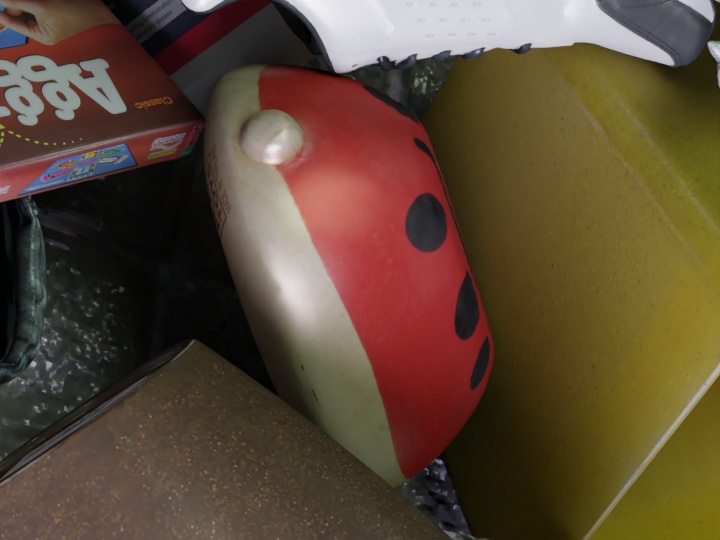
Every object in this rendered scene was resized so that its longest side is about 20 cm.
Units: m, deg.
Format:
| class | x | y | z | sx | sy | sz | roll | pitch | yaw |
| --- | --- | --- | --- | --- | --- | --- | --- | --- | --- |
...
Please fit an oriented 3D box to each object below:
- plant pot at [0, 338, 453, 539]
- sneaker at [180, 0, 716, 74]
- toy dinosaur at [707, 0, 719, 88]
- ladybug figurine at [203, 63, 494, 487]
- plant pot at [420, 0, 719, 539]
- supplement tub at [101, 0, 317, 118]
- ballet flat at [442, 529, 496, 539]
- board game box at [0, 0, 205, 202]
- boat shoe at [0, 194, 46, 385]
| class | x | y | z | sx | sy | sz | roll | pitch | yaw |
| --- | --- | --- | --- | --- | --- | --- | --- | --- | --- |
| plant pot | -0.031 | 0.128 | 0.737 | 0.187 | 0.187 | 0.200 | -37 | 95 | -37 |
| sneaker | 0.022 | -0.097 | 0.817 | 0.200 | 0.074 | 0.080 | 17 | 96 | -21 |
| toy dinosaur | 0.171 | -0.110 | 0.850 | 0.102 | 0.077 | 0.200 | 57 | 31 | -25 |
| ladybug figurine | 0.000 | 0.000 | 0.844 | 0.072 | 0.200 | 0.136 | -17 | 64 | 4 |
| plant pot | 0.123 | -0.014 | 0.937 | 0.200 | 0.200 | 0.176 | -15 | 61 | -36 |
| supplement tub | -0.065 | -0.165 | 0.896 | 0.140 | 0.140 | 0.200 | -40 | 97 | -36 |
| ballet flat | 0.035 | 0.126 | 0.860 | 0.200 | 0.072 | 0.072 | 22 | 62 | -10 |
| board game box | -0.152 | -0.057 | 0.774 | 0.200 | 0.019 | 0.103 | -18 | 59 | -45 |
| boat shoe | -0.153 | -0.046 | 0.827 | 0.071 | 0.091 | 0.200 | -11 | 80 | -36 |
